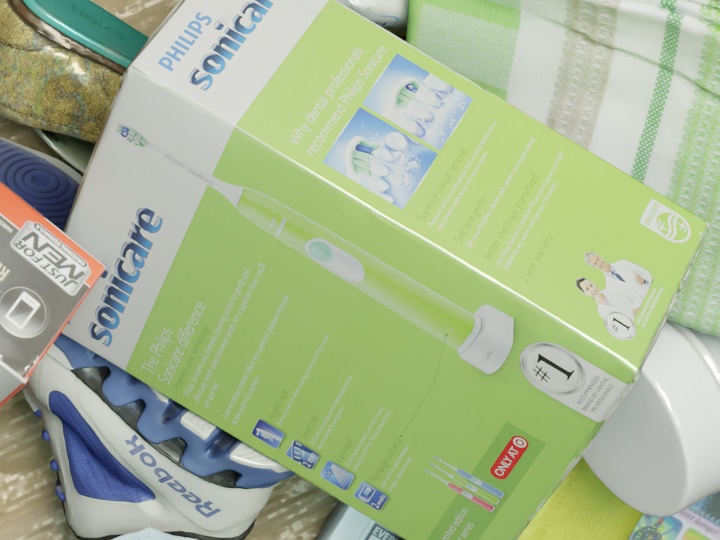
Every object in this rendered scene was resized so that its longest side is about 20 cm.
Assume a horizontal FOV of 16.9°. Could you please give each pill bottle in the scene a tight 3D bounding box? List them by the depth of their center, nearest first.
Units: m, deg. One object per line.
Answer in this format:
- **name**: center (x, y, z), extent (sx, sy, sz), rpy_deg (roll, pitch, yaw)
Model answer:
- **pill bottle**: center (0.179, 0.019, 0.974), extent (0.200, 0.112, 0.112), rpy_deg (-28, 99, -25)

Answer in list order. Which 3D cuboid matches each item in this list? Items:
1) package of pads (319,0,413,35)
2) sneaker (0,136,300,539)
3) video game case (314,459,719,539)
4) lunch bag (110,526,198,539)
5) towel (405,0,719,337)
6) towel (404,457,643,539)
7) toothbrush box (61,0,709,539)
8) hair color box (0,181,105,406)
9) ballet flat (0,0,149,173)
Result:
- **package of pads**: center (0.040, -0.163, 0.935), extent (0.200, 0.068, 0.155), rpy_deg (2, 96, -52)
- **sneaker**: center (-0.110, 0.047, 0.971), extent (0.199, 0.081, 0.115), rpy_deg (38, 134, 15)
- **video game case**: center (0.106, 0.099, 1.044), extent (0.200, 0.024, 0.182), rpy_deg (32, 90, -9)
- **lunch bag**: center (-0.059, 0.216, 0.919), extent (0.127, 0.170, 0.200), rpy_deg (-20, 136, -7)
- **towel**: center (0.104, -0.038, 0.854), extent (0.200, 0.031, 0.149), rpy_deg (21, 135, 14)
- **towel**: center (0.075, 0.097, 1.020), extent (0.086, 0.018, 0.200), rpy_deg (32, 88, -15)
- **toothbrush box**: center (0.000, 0.000, 0.874), extent (0.200, 0.146, 0.086), rpy_deg (29, 48, 2)
- **hair color box**: center (-0.185, 0.024, 0.907), extent (0.101, 0.200, 0.061), rpy_deg (40, 55, -10)
- **ballet flat**: center (-0.067, -0.050, 0.989), extent (0.200, 0.071, 0.071), rpy_deg (26, 91, -10)
